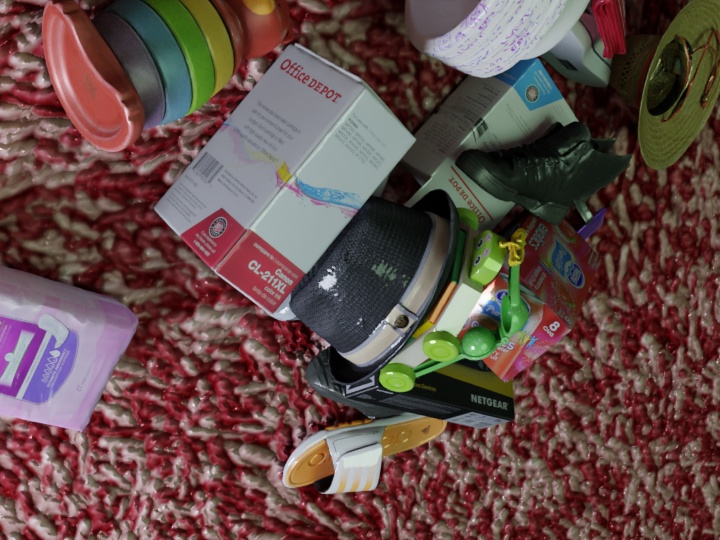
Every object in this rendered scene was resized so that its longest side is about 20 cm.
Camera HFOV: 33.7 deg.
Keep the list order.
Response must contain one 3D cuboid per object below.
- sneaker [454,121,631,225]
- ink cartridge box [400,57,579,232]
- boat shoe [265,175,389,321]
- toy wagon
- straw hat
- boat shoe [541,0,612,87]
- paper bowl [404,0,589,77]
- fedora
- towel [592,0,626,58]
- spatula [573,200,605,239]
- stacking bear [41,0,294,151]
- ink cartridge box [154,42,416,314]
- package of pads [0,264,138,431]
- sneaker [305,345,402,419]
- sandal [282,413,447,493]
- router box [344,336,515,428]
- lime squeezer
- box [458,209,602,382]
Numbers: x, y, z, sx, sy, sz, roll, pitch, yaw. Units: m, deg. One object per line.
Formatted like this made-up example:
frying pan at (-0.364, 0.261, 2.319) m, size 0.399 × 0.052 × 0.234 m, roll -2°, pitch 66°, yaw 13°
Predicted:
sneaker at (0.181, -0.109, 1.164) m, size 0.200 × 0.060 × 0.104 m, roll 21°, pitch 111°, yaw -46°
ink cartridge box at (0.118, -0.115, 1.206) m, size 0.200 × 0.068 × 0.116 m, roll -47°, pitch 131°, yaw -4°
boat shoe at (-0.029, -0.038, 1.161) m, size 0.062 × 0.072 × 0.200 m, roll 12°, pitch 116°, yaw -55°
toy wagon at (0.073, 0.014, 1.066) m, size 0.039 × 0.156 × 0.200 m, roll 28°, pitch 140°, yaw -19°
straw hat at (0.312, -0.211, 1.272) m, size 0.201 × 0.085 × 0.202 m, roll -32°, pitch 134°, yaw -40°
boat shoe at (0.213, -0.240, 1.177) m, size 0.200 × 0.072 × 0.066 m, roll 20°, pitch 88°, yaw -58°
paper bowl at (0.132, -0.266, 1.037) m, size 0.104 × 0.201 × 0.201 m, roll 19°, pitch 104°, yaw -26°
fedora at (0.000, 0.000, 1.066) m, size 0.091 × 0.201 × 0.201 m, roll 29°, pitch 97°, yaw -19°
towel at (0.229, -0.312, 1.100) m, size 0.145 × 0.022 × 0.201 m, roll 35°, pitch 55°, yaw -71°
spatula at (0.239, -0.079, 1.300) m, size 0.056 × 0.021 × 0.200 m, roll -42°, pitch 146°, yaw -8°
stacking bear at (-0.144, -0.186, 0.970) m, size 0.200 × 0.114 × 0.122 m, roll -32°, pitch 86°, yaw -28°
ink cartridge box at (-0.068, -0.085, 1.047) m, size 0.200 × 0.146 × 0.083 m, roll -50°, pitch 128°, yaw 0°
package of pads at (-0.303, 0.060, 1.018) m, size 0.200 × 0.076 × 0.121 m, roll 20°, pitch 100°, yaw -39°
sneaker at (0.016, 0.125, 1.256) m, size 0.200 × 0.076 × 0.091 m, roll 11°, pitch 145°, yaw -41°
sandal at (0.016, 0.202, 1.303) m, size 0.206 × 0.059 × 0.079 m, roll -14°, pitch 138°, yaw -23°
router box at (0.072, 0.068, 1.227) m, size 0.200 × 0.052 × 0.158 m, roll 17°, pitch 62°, yaw -39°
lime squeezer at (0.110, 0.053, 1.093) m, size 0.070 × 0.038 × 0.200 m, roll 11°, pitch 131°, yaw -41°
box at (0.167, 0.014, 1.207) m, size 0.100 × 0.200 × 0.095 m, roll 47°, pitch 119°, yaw -2°
